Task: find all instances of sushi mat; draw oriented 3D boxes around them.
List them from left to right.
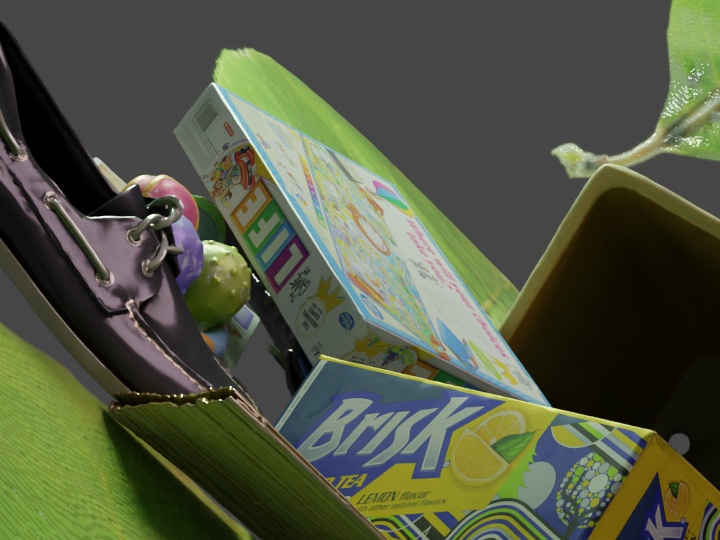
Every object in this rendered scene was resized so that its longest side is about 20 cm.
[{"bbox_3d":[-0.001,0.110,0.765,0.200,0.012,0.096,45,-26,-19],"label":"sushi mat"}]

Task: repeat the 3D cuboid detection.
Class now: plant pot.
[{"bbox_3d":[0.178,0.094,1.093,0.195,0.194,0.200,31,-1,24],"label":"plant pot"}]

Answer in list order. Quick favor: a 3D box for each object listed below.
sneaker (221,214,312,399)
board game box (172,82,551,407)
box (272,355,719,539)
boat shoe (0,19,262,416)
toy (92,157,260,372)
[{"bbox_3d":[-0.019,0.019,1.092,0.200,0.073,0.112,52,6,23],"label":"sneaker"},{"bbox_3d":[0.000,0.000,1.015,0.134,0.034,0.200,28,19,-39],"label":"board game box"},{"bbox_3d":[0.041,0.087,0.779,0.064,0.070,0.200,44,-19,-29],"label":"box"},{"bbox_3d":[-0.099,-0.011,0.809,0.200,0.063,0.073,48,7,-4],"label":"boat shoe"},{"bbox_3d":[-0.084,-0.009,0.958,0.115,0.047,0.200,46,6,-5],"label":"toy"}]
